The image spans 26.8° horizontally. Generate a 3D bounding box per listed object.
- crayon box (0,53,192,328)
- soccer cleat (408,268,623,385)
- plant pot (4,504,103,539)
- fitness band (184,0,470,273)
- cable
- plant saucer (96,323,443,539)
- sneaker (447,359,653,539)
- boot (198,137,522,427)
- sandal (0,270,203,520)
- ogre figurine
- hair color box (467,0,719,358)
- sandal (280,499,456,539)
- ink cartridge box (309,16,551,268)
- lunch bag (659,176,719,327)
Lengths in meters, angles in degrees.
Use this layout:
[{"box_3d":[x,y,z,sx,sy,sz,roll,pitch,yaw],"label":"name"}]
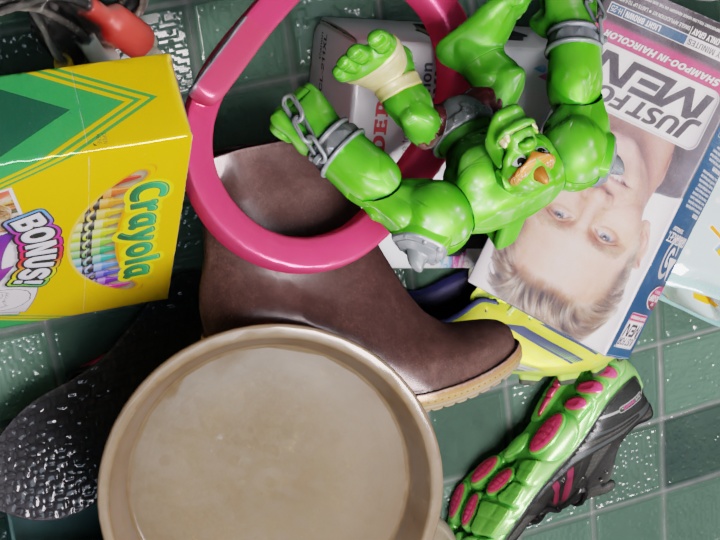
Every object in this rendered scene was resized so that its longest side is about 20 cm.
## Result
[{"box_3d":[-0.189,-0.033,0.846,0.170,0.200,0.059,-9,67,-16],"label":"crayon box"},{"box_3d":[0.105,0.033,1.036,0.197,0.065,0.085,-5,108,-17],"label":"soccer cleat"},{"box_3d":[-0.152,0.250,0.985,0.139,0.141,0.203,-6,115,-17],"label":"plant pot"},{"box_3d":[-0.017,-0.093,0.859,0.143,0.037,0.201,41,73,-14],"label":"fitness band"},{"box_3d":[-0.163,-0.145,0.838,0.050,0.200,0.098,33,84,18],"label":"cable"},{"box_3d":[-0.051,0.124,0.866,0.197,0.030,0.203,-2,106,-6],"label":"plant saucer"},{"box_3d":[0.137,0.152,1.083,0.084,0.077,0.200,40,94,-25],"label":"sneaker"},{"box_3d":[0.000,0.000,0.893,0.197,0.072,0.169,-9,101,-16],"label":"boot"},{"box_3d":[-0.157,0.084,0.968,0.075,0.045,0.200,46,75,-4],"label":"sandal"},{"box_3d":[0.064,-0.079,0.825,0.198,0.098,0.121,-20,75,-37],"label":"ogre figurine"},{"box_3d":[0.156,-0.059,0.901,0.202,0.099,0.060,-65,157,6],"label":"hair color box"},{"box_3d":[-0.014,0.157,0.926,0.199,0.054,0.081,30,98,-25],"label":"sandal"},{"box_3d":[0.069,-0.080,0.973,0.197,0.083,0.148,-1,109,-19],"label":"ink cartridge box"},{"box_3d":[0.246,-0.053,0.996,0.198,0.121,0.173,18,87,-37],"label":"lunch bag"}]
